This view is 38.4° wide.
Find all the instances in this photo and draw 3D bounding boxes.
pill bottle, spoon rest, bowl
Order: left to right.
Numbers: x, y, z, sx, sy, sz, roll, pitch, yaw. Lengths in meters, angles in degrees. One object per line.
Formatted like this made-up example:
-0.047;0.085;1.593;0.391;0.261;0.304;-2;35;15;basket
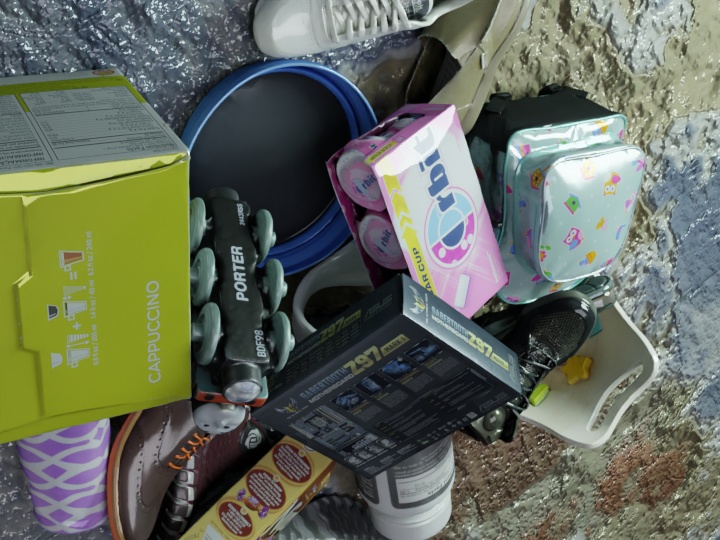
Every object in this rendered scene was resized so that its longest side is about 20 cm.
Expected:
-0.074;-0.092;0.930;0.198;0.039;0.203;-15;122;-26;bowl
0.000;0.000;0.999;0.200;0.060;0.100;-43;157;-33;spoon rest
0.044;0.189;1.113;0.112;0.113;0.202;-23;126;-21;pill bottle

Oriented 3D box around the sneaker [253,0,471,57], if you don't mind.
0.004;-0.229;0.879;0.198;0.080;0.077;-25;128;-18;sneaker

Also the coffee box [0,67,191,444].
-0.244;-0.016;0.753;0.198;0.198;0.202;-10;120;-26;coffee box

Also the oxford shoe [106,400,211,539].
-0.173;0.153;0.926;0.071;0.072;0.203;26;77;-73;oxford shoe

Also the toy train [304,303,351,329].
0.018;0.048;1.064;0.198;0.046;0.035;-1;102;-34;toy train

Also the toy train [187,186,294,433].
-0.111;0.030;0.830;0.084;0.202;0.114;7;138;-25;toy train

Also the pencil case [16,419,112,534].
-0.260;0.133;0.904;0.083;0.086;0.203;-4;118;-13;pencil case

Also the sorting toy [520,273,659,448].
0.236;0.105;1.149;0.201;0.180;0.107;-51;130;2;sorting toy

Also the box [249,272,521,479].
0.021;0.103;0.933;0.157;0.051;0.199;33;127;-31;box

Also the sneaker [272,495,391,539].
-0.056;0.304;1.152;0.198;0.075;0.083;9;125;-30;sneaker

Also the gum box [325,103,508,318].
0.054;-0.047;0.946;0.113;0.066;0.202;-39;121;-32;gum box

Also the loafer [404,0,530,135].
0.097;-0.218;0.948;0.067;0.076;0.202;-1;115;-39;loafer

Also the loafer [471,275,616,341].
0.187;0.065;1.119;0.198;0.072;0.064;-22;102;21;loafer

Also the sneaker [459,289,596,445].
0.162;0.107;1.044;0.076;0.115;0.199;39;122;-17;sneaker

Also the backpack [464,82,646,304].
0.184;-0.065;1.045;0.174;0.153;0.202;-15;130;-32;backpack

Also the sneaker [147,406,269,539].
-0.147;0.209;1.027;0.114;0.076;0.202;7;110;-39;sneaker

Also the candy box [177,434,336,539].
-0.110;0.244;1.020;0.200;0.056;0.117;-44;167;-23;candy box
